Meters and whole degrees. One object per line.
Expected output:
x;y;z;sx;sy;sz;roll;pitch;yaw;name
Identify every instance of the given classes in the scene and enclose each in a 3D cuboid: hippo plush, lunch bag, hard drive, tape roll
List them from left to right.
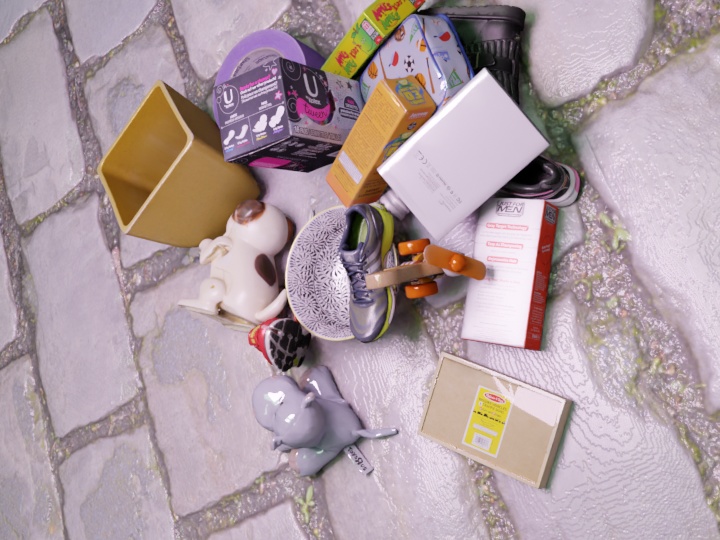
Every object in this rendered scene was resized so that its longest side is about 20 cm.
-0.147;-0.295;1.508;0.198;0.085;0.203;-6;79;31;tape roll
-0.090;0.237;1.335;0.200;0.160;0.160;40;103;31;hippo plush
0.080;-0.256;1.290;0.200;0.075;0.162;-46;62;54;lunch bag
0.136;-0.153;1.206;0.200;0.026;0.132;-41;90;21;hard drive

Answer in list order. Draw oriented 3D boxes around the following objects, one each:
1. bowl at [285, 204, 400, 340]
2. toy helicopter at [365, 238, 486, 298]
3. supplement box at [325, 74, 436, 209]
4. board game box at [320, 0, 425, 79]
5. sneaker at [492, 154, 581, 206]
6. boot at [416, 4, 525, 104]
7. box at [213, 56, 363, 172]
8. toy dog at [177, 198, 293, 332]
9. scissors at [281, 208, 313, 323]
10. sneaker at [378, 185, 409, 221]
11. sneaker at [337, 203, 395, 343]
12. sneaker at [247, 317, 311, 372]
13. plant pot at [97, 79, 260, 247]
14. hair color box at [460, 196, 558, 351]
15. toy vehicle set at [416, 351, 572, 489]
-0.008;0.009;1.361;0.199;0.094;0.203;-6;78;32;bowl
0.080;0.002;1.193;0.131;0.199;0.080;-7;94;35;toy helicopter
0.025;-0.178;1.265;0.069;0.066;0.201;53;137;22;supplement box
0.013;-0.347;1.344;0.048;0.102;0.200;47;154;-4;board game box
0.204;-0.143;1.256;0.198;0.086;0.081;7;84;34;sneaker
0.142;-0.303;1.327;0.209;0.079;0.160;6;88;35;boot
-0.095;-0.221;1.299;0.131;0.199;0.116;-15;83;33;box
-0.185;-0.017;1.448;0.193;0.139;0.202;-4;68;50;toy dog
-0.102;0.002;1.470;0.072;0.014;0.203;-10;78;33;scissors
0.034;-0.171;1.391;0.082;0.075;0.201;-37;69;5;sneaker
0.000;0.000;1.253;0.073;0.081;0.203;-8;78;31;sneaker
-0.134;0.110;1.359;0.084;0.200;0.078;15;80;10;sneaker
-0.284;-0.154;1.493;0.195;0.199;0.196;-50;45;16;plant pot
0.207;0.003;1.244;0.101;0.061;0.203;7;86;34;hair color box
0.182;0.204;1.246;0.198;0.026;0.126;20;93;33;toy vehicle set
